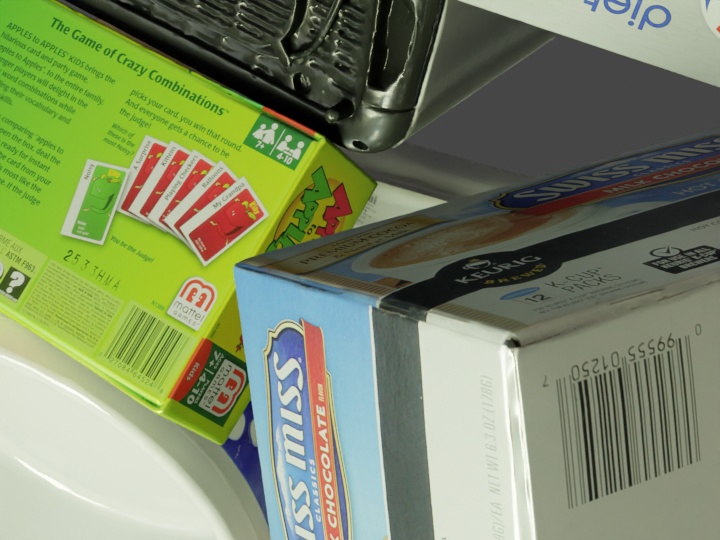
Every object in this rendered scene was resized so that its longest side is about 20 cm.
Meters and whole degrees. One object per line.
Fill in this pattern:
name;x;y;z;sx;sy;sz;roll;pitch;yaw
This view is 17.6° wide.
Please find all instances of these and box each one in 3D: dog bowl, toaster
dog bowl;-0.116;0.063;0.896;0.200;0.079;0.200;18;142;15
toaster;-0.011;-0.154;0.749;0.200;0.119;0.181;29;129;26

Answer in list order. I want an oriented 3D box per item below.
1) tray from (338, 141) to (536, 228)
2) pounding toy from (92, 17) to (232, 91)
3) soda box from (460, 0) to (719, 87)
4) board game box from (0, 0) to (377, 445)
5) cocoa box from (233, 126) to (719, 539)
tray;0.000;0.000;0.896;0.200;0.022;0.108;20;90;54
pounding toy;-0.168;-0.044;1.020;0.142;0.200;0.184;64;148;16
soda box;0.077;-0.100;0.612;0.200;0.068;0.064;18;134;0
board game box;-0.104;-0.034;0.788;0.200;0.048;0.102;29;85;28
cocoa box;0.085;0.045;0.653;0.131;0.200;0.134;16;117;55
